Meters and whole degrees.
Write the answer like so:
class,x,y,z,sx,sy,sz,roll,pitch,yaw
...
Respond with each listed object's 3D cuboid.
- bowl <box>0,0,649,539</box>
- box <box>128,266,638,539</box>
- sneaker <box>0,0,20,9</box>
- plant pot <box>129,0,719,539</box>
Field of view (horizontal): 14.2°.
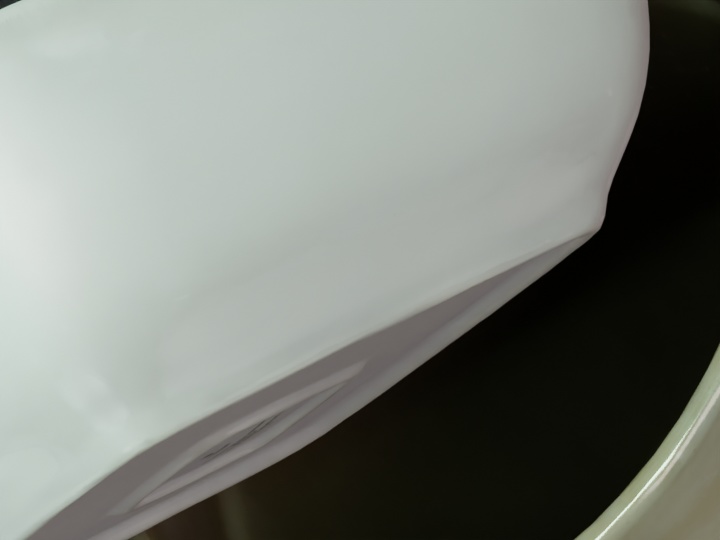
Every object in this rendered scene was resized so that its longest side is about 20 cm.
class,x,y,z,sx,sy,sz,roll,pitch,yaw
bowl,-0.042,0.004,0.578,0.199,0.200,0.075,-24,82,-39
box,0.000,0.000,0.802,0.159,0.046,0.200,21,91,-25
sneaker,-0.084,-0.071,0.716,0.199,0.078,0.112,-3,144,-1
plant pot,0.067,0.033,0.723,0.173,0.200,0.200,33,87,-41
